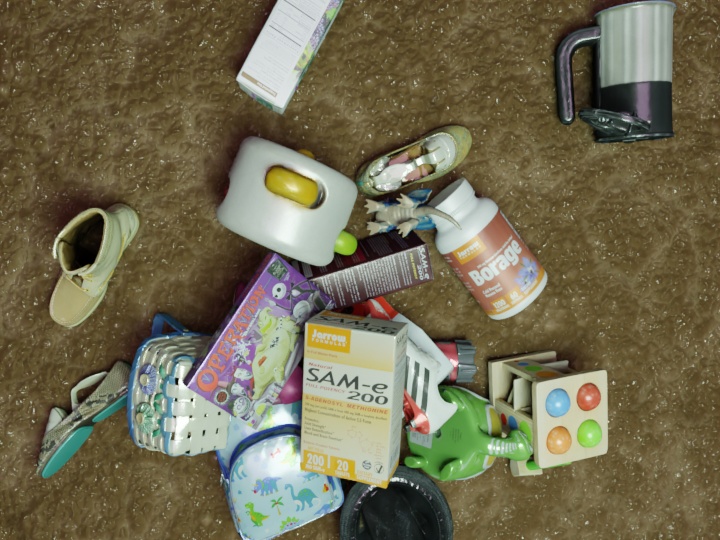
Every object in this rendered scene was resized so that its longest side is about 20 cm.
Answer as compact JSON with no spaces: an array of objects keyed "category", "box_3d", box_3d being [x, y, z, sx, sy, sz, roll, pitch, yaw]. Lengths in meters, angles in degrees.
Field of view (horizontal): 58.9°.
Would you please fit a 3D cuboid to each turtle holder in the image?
[{"category":"turtle holder","box_3d":[0.161,0.241,0.972,0.130,0.185,0.144,11,54,-39]}]

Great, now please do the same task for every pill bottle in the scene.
[{"category":"pill bottle","box_3d":[0.185,-0.035,0.970,0.112,0.112,0.201,-40,99,-1]}]

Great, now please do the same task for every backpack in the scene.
[{"category":"backpack","box_3d":[-0.125,0.282,0.953,0.179,0.147,0.204,-18,93,-8]}]

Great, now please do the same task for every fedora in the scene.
[{"category":"fedora","box_3d":[0.052,0.397,1.014,0.195,0.092,0.206,-1,97,-7]}]

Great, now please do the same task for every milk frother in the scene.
[{"category":"milk frother","box_3d":[0.386,-0.286,0.922,0.176,0.200,0.193,-4,97,-2]}]

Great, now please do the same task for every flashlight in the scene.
[{"category":"flashlight","box_3d":[0.081,0.143,1.005,0.195,0.069,0.069,-1,141,-3]}]

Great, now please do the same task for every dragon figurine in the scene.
[{"category":"dragon figurine","box_3d":[0.073,-0.084,0.918,0.099,0.197,0.060,-18,101,-49]}]

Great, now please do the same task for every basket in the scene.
[{"category":"basket","box_3d":[-0.262,0.162,0.903,0.137,0.198,0.181,4,92,-35]}]

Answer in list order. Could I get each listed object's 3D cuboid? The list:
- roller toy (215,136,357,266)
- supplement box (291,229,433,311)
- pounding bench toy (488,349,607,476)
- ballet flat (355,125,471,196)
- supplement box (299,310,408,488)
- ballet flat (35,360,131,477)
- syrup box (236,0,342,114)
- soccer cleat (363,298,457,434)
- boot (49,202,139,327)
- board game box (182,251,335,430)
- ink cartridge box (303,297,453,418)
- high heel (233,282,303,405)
[{"category":"roller toy","box_3d":[-0.101,-0.102,0.891,0.180,0.199,0.142,24,93,34]},{"category":"supplement box","box_3d":[0.000,0.000,0.951,0.196,0.109,0.062,-17,110,-4]},{"category":"pounding bench toy","box_3d":[0.292,0.246,0.982,0.121,0.156,0.205,-6,98,-18]},{"category":"ballet flat","box_3d":[0.087,-0.164,0.967,0.196,0.071,0.072,-23,99,-4]},{"category":"supplement box","box_3d":[-0.009,0.165,0.833,0.123,0.073,0.205,6,101,17]},{"category":"ballet flat","box_3d":[-0.418,0.214,0.959,0.200,0.068,0.075,-44,78,-6]},{"category":"syrup box","box_3d":[-0.098,-0.336,0.919,0.080,0.079,0.203,28,93,-9]},{"category":"soccer cleat","box_3d":[0.066,0.128,0.896,0.084,0.069,0.203,-21,77,-21]},{"category":"boot","box_3d":[-0.388,-0.001,0.884,0.072,0.155,0.202,34,92,-9]},{"category":"board game box","box_3d":[-0.129,0.093,0.841,0.119,0.032,0.202,38,78,-26]},{"category":"ink cartridge box","box_3d":[0.016,0.125,0.949,0.159,0.047,0.201,-39,78,-15]},{"category":"high heel","box_3d":[-0.130,0.102,0.942,0.094,0.068,0.204,-15,69,-2]}]
